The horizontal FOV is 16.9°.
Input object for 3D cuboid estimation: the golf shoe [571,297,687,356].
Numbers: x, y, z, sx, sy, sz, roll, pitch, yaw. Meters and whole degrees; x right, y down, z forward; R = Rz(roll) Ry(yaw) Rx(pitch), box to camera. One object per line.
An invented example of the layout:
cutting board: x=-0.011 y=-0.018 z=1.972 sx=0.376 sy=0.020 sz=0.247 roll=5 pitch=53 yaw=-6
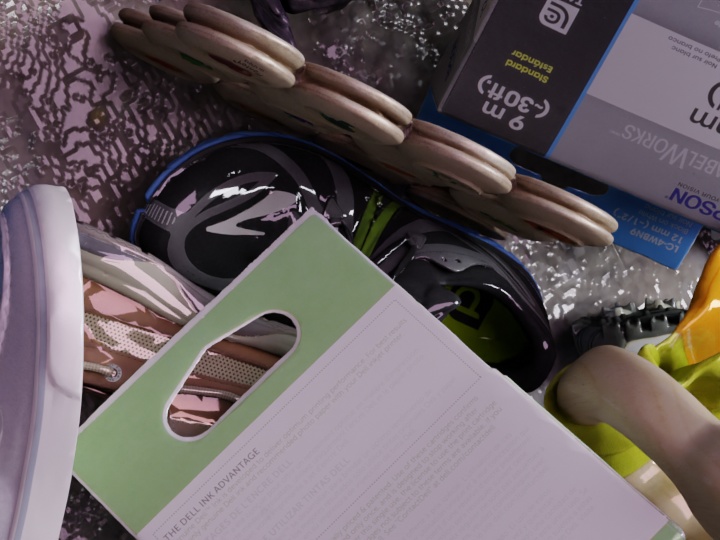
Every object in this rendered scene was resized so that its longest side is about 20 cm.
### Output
golf shoe: x=0.186 y=0.058 z=1.111 sx=0.199 sy=0.077 sz=0.089 roll=7 pitch=87 yaw=-27

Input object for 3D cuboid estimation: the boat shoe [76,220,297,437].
boat shoe: x=-0.057 y=0.051 z=0.969 sx=0.199 sy=0.076 sz=0.072 roll=26 pitch=78 yaw=-3

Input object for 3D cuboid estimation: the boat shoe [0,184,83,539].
boat shoe: x=-0.147 y=0.064 z=0.900 sx=0.068 sy=0.072 sz=0.201 roll=5 pitch=112 yaw=-20

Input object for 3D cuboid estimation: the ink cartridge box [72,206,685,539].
ink cartridge box: x=0.003 y=0.092 z=0.908 sx=0.145 sy=0.048 sz=0.200 roll=-43 pitch=63 yaw=-12

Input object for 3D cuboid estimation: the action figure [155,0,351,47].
action figure: x=0.003 y=-0.168 z=1.029 sx=0.199 sy=0.102 sz=0.120 roll=-19 pitch=77 yaw=-30

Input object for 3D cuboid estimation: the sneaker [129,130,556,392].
sneaker: x=0.000 y=0.000 z=1.003 sx=0.198 sy=0.083 sz=0.071 roll=21 pitch=106 yaw=-25

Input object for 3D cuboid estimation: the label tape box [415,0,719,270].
label tape box: x=0.112 y=-0.079 z=1.003 sx=0.142 sy=0.201 sz=0.066 roll=22 pitch=37 yaw=-7

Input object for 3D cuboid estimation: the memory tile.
memory tile: x=-0.002 y=-0.056 z=0.980 sx=0.199 sy=0.153 sz=0.017 roll=26 pitch=86 yaw=-21

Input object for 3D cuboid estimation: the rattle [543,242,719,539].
rattle: x=0.170 y=0.067 z=0.921 sx=0.142 sy=0.200 sz=0.131 roll=-24 pitch=104 yaw=-18

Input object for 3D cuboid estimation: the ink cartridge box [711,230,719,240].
ink cartridge box: x=0.199 y=-0.071 z=1.066 sx=0.059 sy=0.200 sz=0.105 roll=2 pitch=80 yaw=-27
